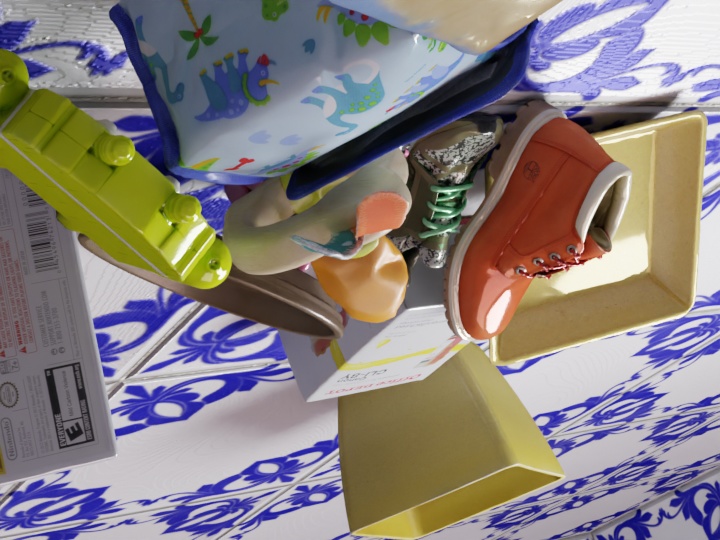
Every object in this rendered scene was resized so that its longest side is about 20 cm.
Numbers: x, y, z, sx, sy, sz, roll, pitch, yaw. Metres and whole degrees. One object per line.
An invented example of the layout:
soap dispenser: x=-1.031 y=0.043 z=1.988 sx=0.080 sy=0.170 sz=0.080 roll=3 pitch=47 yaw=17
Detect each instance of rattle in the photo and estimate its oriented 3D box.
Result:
rattle: x=0.000 y=0.000 z=0.889 sx=0.130 sy=0.143 sz=0.200 roll=-21 pitch=-161 yaw=-22

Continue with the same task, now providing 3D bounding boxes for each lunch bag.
lunch bag: x=-0.007 y=-0.123 z=0.816 sx=0.170 sy=0.128 sz=0.200 roll=-25 pitch=171 yaw=24

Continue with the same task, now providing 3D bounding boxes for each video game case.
video game case: x=-0.256 y=0.038 z=0.901 sx=0.182 sy=0.200 sz=0.023 roll=-12 pitch=-176 yaw=-22

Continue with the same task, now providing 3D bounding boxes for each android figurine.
android figurine: x=-0.147 y=-0.050 z=0.804 sx=0.041 sy=0.182 sz=0.200 roll=-53 pitch=-157 yaw=-14

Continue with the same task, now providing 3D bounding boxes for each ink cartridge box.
ink cartridge box: x=0.037 y=0.037 z=1.341 sx=0.145 sy=0.084 sz=0.200 roll=-7 pitch=157 yaw=-34

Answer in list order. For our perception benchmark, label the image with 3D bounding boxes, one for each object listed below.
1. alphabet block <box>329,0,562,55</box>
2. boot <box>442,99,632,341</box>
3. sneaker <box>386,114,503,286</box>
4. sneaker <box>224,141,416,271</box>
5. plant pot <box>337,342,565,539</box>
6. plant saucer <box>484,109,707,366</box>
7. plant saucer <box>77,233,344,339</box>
alphabet block: x=0.038 y=-0.217 z=0.489 sx=0.200 sy=0.196 sz=0.196 roll=-30 pitch=160 yaw=30
boot: x=0.134 y=-0.017 z=1.121 sx=0.075 sy=0.107 sz=0.200 roll=-12 pitch=130 yaw=-49
sneaker: x=0.058 y=-0.049 z=1.120 sx=0.077 sy=0.089 sz=0.200 roll=-8 pitch=158 yaw=-29
sneaker: x=-0.005 y=-0.065 z=1.010 sx=0.200 sy=0.095 sz=0.079 roll=-35 pitch=154 yaw=34
plant pot: x=0.084 y=0.178 z=1.635 sx=0.200 sy=0.177 sz=0.200 roll=-25 pitch=159 yaw=17
plant saucer: x=0.188 y=-0.034 z=1.237 sx=0.200 sy=0.048 sz=0.200 roll=-14 pitch=123 yaw=-16
plant saucer: x=-0.102 y=0.002 z=1.046 sx=0.200 sy=0.030 sz=0.200 roll=19 pitch=171 yaw=3
